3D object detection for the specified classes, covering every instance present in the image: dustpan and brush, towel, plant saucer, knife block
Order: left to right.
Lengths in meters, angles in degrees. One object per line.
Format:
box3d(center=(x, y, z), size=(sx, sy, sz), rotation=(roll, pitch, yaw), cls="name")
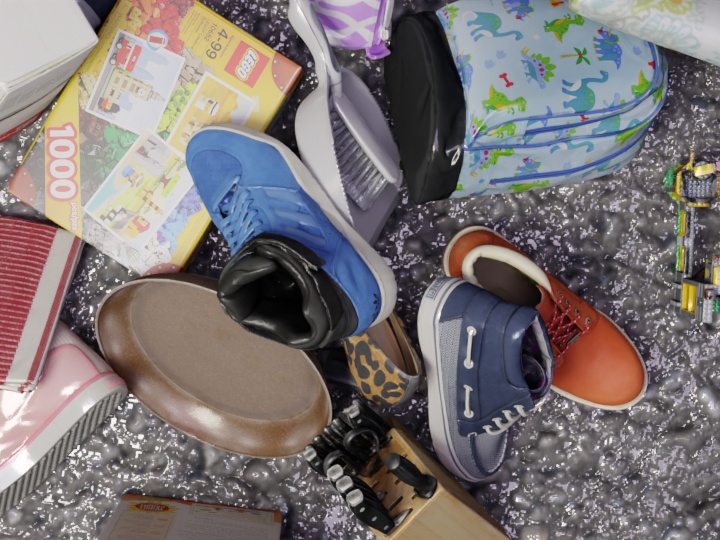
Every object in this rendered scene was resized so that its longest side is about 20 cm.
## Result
box3d(center=(-0.327, 0.013, 1.159), size=(0.197, 0.023, 0.145), rotation=(11, 60, 2), cls="towel")
box3d(center=(-0.108, 0.069, 1.146), size=(0.199, 0.201, 0.032), rotation=(30, 53, -3), cls="plant saucer")
box3d(center=(-0.017, -0.120, 1.119), size=(0.057, 0.140, 0.201), rotation=(-26, 107, 27), cls="dustpan and brush")
box3d(center=(0.041, 0.181, 1.133), size=(0.064, 0.176, 0.200), rotation=(-43, 99, 3), cls="knife block")
box3d(center=(0.246, -0.235, 1.128), size=(0.169, 0.048, 0.201), rotation=(16, 49, -3), cls="towel")

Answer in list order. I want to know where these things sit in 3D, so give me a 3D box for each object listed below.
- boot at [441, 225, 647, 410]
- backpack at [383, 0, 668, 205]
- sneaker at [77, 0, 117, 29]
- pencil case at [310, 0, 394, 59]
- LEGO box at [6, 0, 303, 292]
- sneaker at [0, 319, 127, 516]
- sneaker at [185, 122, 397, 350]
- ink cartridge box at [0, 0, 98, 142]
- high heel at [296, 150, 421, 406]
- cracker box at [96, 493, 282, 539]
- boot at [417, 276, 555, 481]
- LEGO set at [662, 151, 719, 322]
box3d(center=(0.149, 0.045, 1.170), size=(0.199, 0.107, 0.075), rotation=(38, 91, -5), cls="boot")
box3d(center=(0.134, -0.137, 1.139), size=(0.198, 0.154, 0.165), rotation=(6, 53, -19), cls="backpack")
box3d(center=(-0.249, -0.283, 1.158), size=(0.200, 0.070, 0.109), rotation=(44, 85, 2), cls="sneaker")
box3d(center=(0.006, -0.255, 1.106), size=(0.083, 0.201, 0.085), rotation=(-25, 54, -35), cls="pencil case")
box3d(center=(-0.157, -0.109, 1.166), size=(0.148, 0.077, 0.201), rotation=(31, 93, -3), cls="LEGO box")
box3d(center=(-0.285, 0.121, 1.185), size=(0.200, 0.075, 0.105), rotation=(-43, 80, 9), cls="sneaker")
box3d(center=(-0.073, -0.024, 1.055), size=(0.200, 0.111, 0.077), rotation=(46, 124, 14), cls="sneaker")
box3d(center=(-0.281, -0.181, 1.092), size=(0.082, 0.200, 0.148), rotation=(-32, 94, -27), cls="ink cartridge box")
box3d(center=(0.000, 0.000, 1.140), size=(0.071, 0.142, 0.203), rotation=(-14, 100, -26), cls="high heel")
box3d(center=(-0.130, 0.224, 1.127), size=(0.132, 0.200, 0.058), rotation=(8, 93, -1), cls="cracker box")
box3d(center=(0.103, 0.098, 1.135), size=(0.073, 0.090, 0.201), rotation=(-46, 138, -30), cls="boot")
box3d(center=(0.329, -0.019, 1.161), size=(0.197, 0.116, 0.156), rotation=(11, 94, -2), cls="LEGO set")
